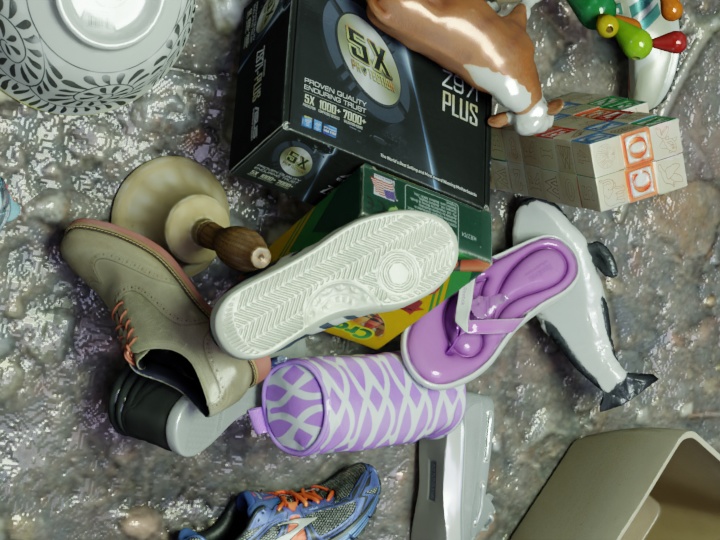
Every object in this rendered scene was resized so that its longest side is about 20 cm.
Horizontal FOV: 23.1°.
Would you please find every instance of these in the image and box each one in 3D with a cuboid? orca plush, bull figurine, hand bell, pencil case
[{"bbox_3d":[0.203,0.022,1.594,0.105,0.071,0.200,-42,85,24],"label":"orca plush"},{"bbox_3d":[0.091,-0.193,1.422,0.199,0.065,0.122,32,46,-23],"label":"bull figurine"},{"bbox_3d":[-0.114,-0.028,1.360,0.103,0.200,0.105,-4,100,-25],"label":"hand bell"},{"bbox_3d":[0.002,0.111,1.466,0.199,0.085,0.084,1,64,-47],"label":"pencil case"}]

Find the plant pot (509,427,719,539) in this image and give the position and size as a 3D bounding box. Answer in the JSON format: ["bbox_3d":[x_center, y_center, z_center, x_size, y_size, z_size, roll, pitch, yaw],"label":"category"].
[{"bbox_3d":[0.252,0.257,1.602,0.200,0.177,0.201,39,81,-27],"label":"plant pot"}]

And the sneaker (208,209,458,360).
[{"bbox_3d":[-0.025,0.008,1.323,0.199,0.084,0.075,-19,93,-15],"label":"sneaker"}]

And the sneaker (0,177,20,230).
[{"bbox_3d":[-0.307,-0.063,1.339,0.095,0.079,0.201,-3,109,-35],"label":"sneaker"}]

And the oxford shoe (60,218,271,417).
[{"bbox_3d":[-0.165,0.034,1.358,0.200,0.071,0.075,35,53,15],"label":"oxford shoe"}]

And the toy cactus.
[{"bbox_3d":[0.191,-0.264,1.503,0.164,0.102,0.201,-15,85,16],"label":"toy cactus"}]

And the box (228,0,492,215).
[{"bbox_3d":[0.004,-0.131,1.424,0.199,0.086,0.165,21,56,-27],"label":"box"}]

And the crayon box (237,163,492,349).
[{"bbox_3d":[0.000,0.000,1.429,0.126,0.200,0.051,19,54,-26],"label":"crayon box"}]

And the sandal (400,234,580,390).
[{"bbox_3d":[0.111,0.023,1.492,0.082,0.050,0.202,45,59,11],"label":"sandal"}]

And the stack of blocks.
[{"bbox_3d":[0.193,-0.103,1.498,0.115,0.200,0.059,-18,106,-21],"label":"stack of blocks"}]

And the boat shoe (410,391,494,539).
[{"bbox_3d":[0.089,0.207,1.581,0.068,0.072,0.202,0,90,-26],"label":"boat shoe"}]

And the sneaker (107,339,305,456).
[{"bbox_3d":[-0.129,0.086,1.449,0.200,0.099,0.071,-32,126,-52],"label":"sneaker"}]

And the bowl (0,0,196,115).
[{"bbox_3d":[-0.204,-0.215,1.343,0.199,0.094,0.202,-4,100,-25],"label":"bowl"}]

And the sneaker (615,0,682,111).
[{"bbox_3d":[0.240,-0.244,1.581,0.093,0.070,0.201,4,99,-9],"label":"sneaker"}]

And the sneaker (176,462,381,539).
[{"bbox_3d":[-0.069,0.216,1.498,0.199,0.075,0.079,-30,107,-21],"label":"sneaker"}]
